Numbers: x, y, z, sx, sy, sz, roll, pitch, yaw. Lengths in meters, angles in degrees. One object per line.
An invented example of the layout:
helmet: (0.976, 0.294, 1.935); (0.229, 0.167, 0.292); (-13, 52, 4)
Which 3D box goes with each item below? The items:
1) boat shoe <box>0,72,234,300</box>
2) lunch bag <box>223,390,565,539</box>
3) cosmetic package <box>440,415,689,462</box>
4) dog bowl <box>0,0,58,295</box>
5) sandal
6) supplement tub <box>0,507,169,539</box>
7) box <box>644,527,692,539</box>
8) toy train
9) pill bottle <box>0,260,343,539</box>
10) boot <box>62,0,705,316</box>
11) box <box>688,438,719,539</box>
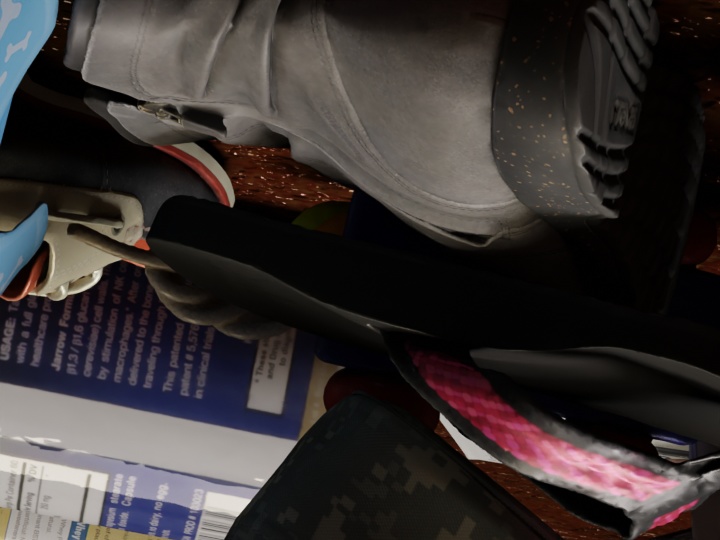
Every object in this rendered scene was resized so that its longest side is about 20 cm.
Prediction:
boat shoe: (-0.102, -0.023, 0.808); (0.071, 0.063, 0.200); (3, 169, 26)
lunch bag: (0.016, 0.156, 0.712); (0.200, 0.168, 0.139); (41, 169, 2)
cosmetic package: (0.105, 0.044, 1.000); (0.150, 0.052, 0.200); (10, 170, 11)
dog bowl: (-0.130, -0.034, 0.628); (0.111, 0.050, 0.200); (19, 149, 3)
sandal: (0.037, 0.031, 0.652); (0.199, 0.045, 0.075); (15, 165, 19)
supplement tub: (-0.084, 0.081, 1.115); (0.199, 0.146, 0.145); (12, 169, -9)
box: (0.213, 0.117, 1.125); (0.157, 0.050, 0.200); (-13, 178, -21)
toy train: (0.000, 0.000, 0.815); (0.199, 0.085, 0.116); (14, -178, -17)
pill bottle: (-0.097, 0.030, 0.950); (0.199, 0.112, 0.111); (11, 169, -5)
boot: (0.010, -0.033, 0.671); (0.131, 0.070, 0.200); (10, 159, 17)
box: (0.190, 0.120, 0.803); (0.109, 0.128, 0.200); (-26, 117, 19)
